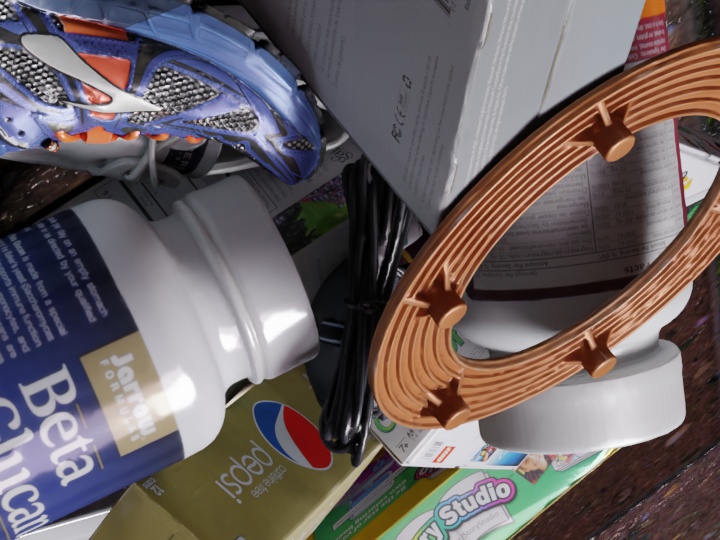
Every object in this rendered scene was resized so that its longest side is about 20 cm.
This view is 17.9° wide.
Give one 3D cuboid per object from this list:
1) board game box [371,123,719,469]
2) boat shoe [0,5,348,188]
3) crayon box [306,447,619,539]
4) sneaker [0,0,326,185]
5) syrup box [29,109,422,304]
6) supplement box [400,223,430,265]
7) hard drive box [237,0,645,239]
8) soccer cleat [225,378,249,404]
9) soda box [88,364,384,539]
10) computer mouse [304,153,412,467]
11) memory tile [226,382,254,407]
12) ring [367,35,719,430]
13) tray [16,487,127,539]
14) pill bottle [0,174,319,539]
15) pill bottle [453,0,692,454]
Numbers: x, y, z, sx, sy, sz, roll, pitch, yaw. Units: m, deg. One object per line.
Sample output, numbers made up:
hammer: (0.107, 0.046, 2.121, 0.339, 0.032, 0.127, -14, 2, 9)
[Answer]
board game box: (0.100, 0.014, 1.108, 0.200, 0.035, 0.126, -51, 155, 14)
boat shoe: (-0.081, -0.068, 0.937, 0.200, 0.065, 0.074, -15, 147, -42)
crayon box: (0.048, 0.117, 1.335, 0.200, 0.058, 0.173, -41, -164, 8)
sneaker: (-0.102, -0.072, 0.800, 0.200, 0.075, 0.079, 24, 93, -24)
syrup box: (-0.076, -0.006, 1.035, 0.200, 0.081, 0.079, -34, 155, -13)
supplement box: (0.081, -0.032, 1.179, 0.131, 0.103, 0.200, -40, 155, -2)
hard drive box: (0.006, -0.138, 0.773, 0.077, 0.200, 0.156, -28, 155, -23)
soccer cleat: (-0.071, 0.024, 1.119, 0.200, 0.078, 0.069, -46, 169, -36)
soda box: (-0.058, 0.106, 1.024, 0.068, 0.064, 0.200, -52, 174, 22)
computer mouse: (0.000, 0.000, 0.983, 0.200, 0.046, 0.141, -37, 137, -83)
memory tile: (-0.129, 0.135, 1.223, 0.200, 0.017, 0.153, -28, 153, -24)
ring: (0.088, -0.007, 0.846, 0.200, 0.019, 0.201, -31, 154, -17)
tray: (-0.205, 0.131, 1.057, 0.200, 0.022, 0.107, -14, -170, -31)
pill bottle: (-0.122, 0.039, 0.911, 0.200, 0.111, 0.111, -25, 154, -11)
pill bottle: (0.084, -0.030, 0.982, 0.109, 0.201, 0.110, -7, -171, 1)
